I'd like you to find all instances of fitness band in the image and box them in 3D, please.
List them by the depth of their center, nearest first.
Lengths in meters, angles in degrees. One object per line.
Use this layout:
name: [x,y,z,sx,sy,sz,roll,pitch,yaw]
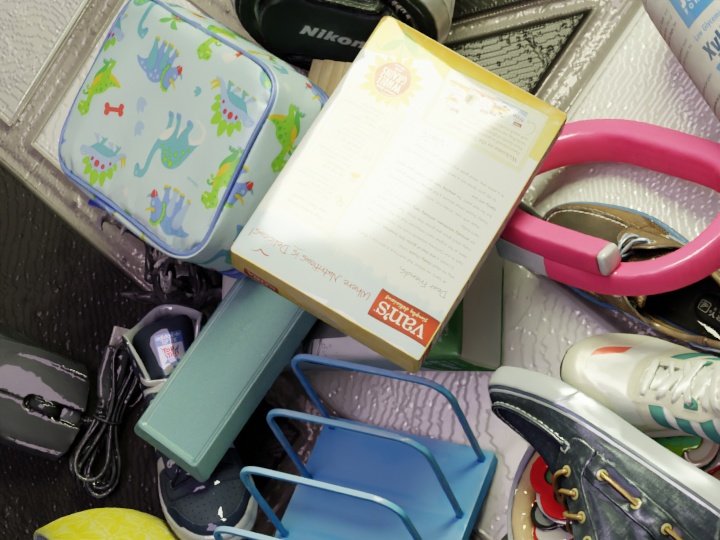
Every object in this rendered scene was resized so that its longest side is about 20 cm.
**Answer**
fitness band: [0.171,-0.048,1.183,0.144,0.037,0.200,-39,39,-25]

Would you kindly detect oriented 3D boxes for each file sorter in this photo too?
file sorter: [-0.013,0.175,1.211,0.138,0.123,0.200,10,60,26]

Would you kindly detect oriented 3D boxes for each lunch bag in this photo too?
lunch bag: [-0.123,-0.096,1.255,0.200,0.082,0.161,34,100,41]

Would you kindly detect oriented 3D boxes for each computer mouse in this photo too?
computer mouse: [-0.275,0.096,1.439,0.200,0.053,0.139,14,90,28]

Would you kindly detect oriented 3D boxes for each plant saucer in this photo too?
plant saucer: [-0.082,0.049,1.246,0.070,0.019,0.200,33,85,22]

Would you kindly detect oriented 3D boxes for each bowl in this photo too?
bowl: [-0.145,0.248,1.304,0.108,0.200,0.200,-33,64,-21]

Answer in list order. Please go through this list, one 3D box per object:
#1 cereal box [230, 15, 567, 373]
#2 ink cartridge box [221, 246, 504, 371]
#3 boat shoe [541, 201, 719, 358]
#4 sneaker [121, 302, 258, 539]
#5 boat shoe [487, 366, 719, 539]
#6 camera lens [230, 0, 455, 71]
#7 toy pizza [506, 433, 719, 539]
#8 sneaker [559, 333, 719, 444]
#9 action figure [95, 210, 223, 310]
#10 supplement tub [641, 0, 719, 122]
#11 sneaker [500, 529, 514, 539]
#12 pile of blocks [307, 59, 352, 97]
cereal box: [0.026,-0.052,1.154,0.144,0.040,0.200,31,74,8]
ink cartridge box: [0.000,0.000,1.294,0.199,0.083,0.147,-3,81,27]
boat shoe: [0.201,0.002,1.197,0.200,0.072,0.072,26,93,27]
sneaker: [-0.127,0.106,1.284,0.070,0.109,0.200,-15,38,-4]
boat shoe: [0.149,0.142,1.131,0.200,0.071,0.091,31,75,24]
camera lens: [-0.002,-0.251,1.265,0.160,0.160,0.201,-2,63,27]
toy pizza: [0.194,0.161,1.169,0.200,0.032,0.201,-7,65,15]
sneaker: [0.227,0.075,1.128,0.199,0.093,0.070,20,66,13]
action figure: [-0.143,-0.041,1.365,0.119,0.102,0.201,-5,78,24]
supplement tub: [0.281,-0.146,1.146,0.132,0.132,0.200,-38,69,18]
sneaker: [0.099,0.284,1.213,0.108,0.067,0.202,37,97,29]
pile of blocks: [0.001,-0.051,1.226,0.082,0.062,0.201,-19,66,40]
